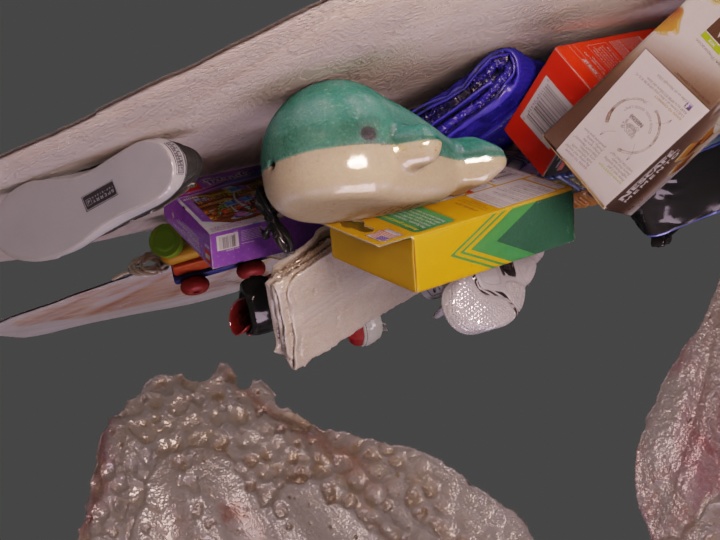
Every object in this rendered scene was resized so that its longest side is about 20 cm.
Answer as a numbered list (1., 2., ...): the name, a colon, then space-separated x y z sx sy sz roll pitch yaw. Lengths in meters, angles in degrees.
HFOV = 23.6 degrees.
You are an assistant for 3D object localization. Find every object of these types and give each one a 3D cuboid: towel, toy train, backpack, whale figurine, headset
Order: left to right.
1. toy train: -0.210 -0.022 1.944 0.199 0.085 0.116 -16 166 11
2. headset: -0.019 -0.088 1.562 0.199 0.095 0.123 -27 -175 -41
3. towel: 0.000 0.000 1.590 0.199 0.034 0.133 -31 144 -21
4. whale figurine: 0.016 -0.098 1.368 0.199 0.105 0.159 -4 170 -28
5. towel: 0.107 -0.132 1.512 0.147 0.050 0.200 -33 171 18
6. backpack: 0.333 -0.145 1.782 0.182 0.135 0.200 -23 -148 3

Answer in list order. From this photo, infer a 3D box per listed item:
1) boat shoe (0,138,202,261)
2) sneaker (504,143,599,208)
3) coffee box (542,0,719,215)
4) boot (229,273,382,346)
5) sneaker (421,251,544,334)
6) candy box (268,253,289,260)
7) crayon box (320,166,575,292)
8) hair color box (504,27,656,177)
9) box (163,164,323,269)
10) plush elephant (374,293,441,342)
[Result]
1. boat shoe: -0.219 -0.057 1.442 0.199 0.069 0.057 -19 175 27
2. sneaker: 0.167 -0.105 1.603 0.199 0.089 0.075 -7 153 39
3. coffee box: 0.250 -0.140 1.353 0.200 0.080 0.114 -43 165 13
4. boot: -0.056 0.040 1.712 0.143 0.073 0.200 -24 155 -2
5. sneaker: 0.089 0.012 1.534 0.115 0.075 0.200 -27 -166 32
6. candy box: -0.061 -0.053 1.797 0.115 0.056 0.200 -16 -167 -28
7. crayon box: 0.063 -0.036 1.434 0.199 0.052 0.125 -16 -157 -30
8. hair color box: 0.228 -0.152 1.495 0.199 0.061 0.102 -17 150 -40
9. box: -0.075 -0.063 1.654 0.199 0.039 0.137 -13 -153 -21
10. plush elephant: 0.042 -0.028 1.924 0.164 0.202 0.154 -1 171 -45
